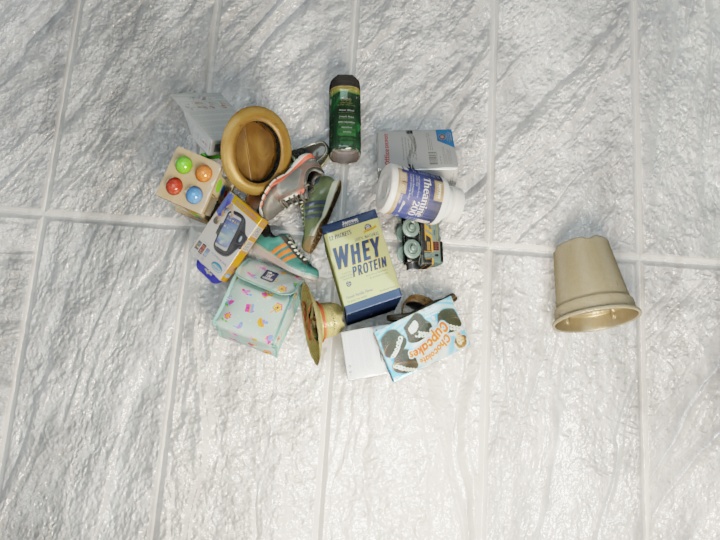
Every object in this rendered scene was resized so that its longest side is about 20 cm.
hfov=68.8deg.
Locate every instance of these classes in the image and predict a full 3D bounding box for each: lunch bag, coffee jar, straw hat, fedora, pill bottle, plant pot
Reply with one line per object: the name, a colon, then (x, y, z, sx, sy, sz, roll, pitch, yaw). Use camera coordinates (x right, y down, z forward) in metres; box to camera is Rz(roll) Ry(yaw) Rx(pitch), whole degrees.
lunch bag: (-0.237, 0.078, 1.263, 0.165, 0.123, 0.205, 18, 65, 7)
coffee jar: (-0.040, -0.388, 1.347, 0.082, 0.104, 0.208, 0, 81, -5)
straw hat: (-0.081, 0.116, 1.226, 0.082, 0.201, 0.209, -8, 80, -16)
fedora: (-0.259, -0.289, 1.270, 0.195, 0.081, 0.209, -11, 110, -31)
pill bottle: (0.140, -0.171, 1.225, 0.193, 0.110, 0.116, 10, 79, -19)
plant pot: (0.540, 0.029, 1.246, 0.192, 0.202, 0.190, -2, 69, 0)

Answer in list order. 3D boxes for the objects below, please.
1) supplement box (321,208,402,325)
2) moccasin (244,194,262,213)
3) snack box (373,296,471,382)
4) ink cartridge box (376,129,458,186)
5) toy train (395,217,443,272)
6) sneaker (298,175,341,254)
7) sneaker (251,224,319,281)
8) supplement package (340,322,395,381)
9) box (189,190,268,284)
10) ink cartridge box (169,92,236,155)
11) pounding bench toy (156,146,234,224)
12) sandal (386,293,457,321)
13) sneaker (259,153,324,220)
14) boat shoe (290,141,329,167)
supplement box: (0.000, 0.000, 1.231, 0.130, 0.200, 0.207, -16, 78, -5)
moccasin: (-0.295, -0.119, 1.320, 0.076, 0.074, 0.207, 21, 84, 18)
snack box: (0.137, 0.153, 1.178, 0.194, 0.037, 0.119, -24, 83, -9)
ink cartridge box: (0.136, -0.272, 1.312, 0.192, 0.086, 0.149, -1, 52, 0)
toy train: (0.148, -0.097, 1.314, 0.109, 0.085, 0.208, 1, 77, -13)
sneaker: (-0.123, -0.150, 1.330, 0.087, 0.067, 0.206, 21, 78, 8)
sneaker: (-0.178, -0.046, 1.296, 0.196, 0.071, 0.082, 28, 89, 13)
supplement package: (0.056, 0.188, 1.245, 0.192, 0.114, 0.114, -9, 80, -4)
box: (-0.323, -0.072, 1.260, 0.118, 0.041, 0.203, 36, 90, 18)
ink cartridge box: (-0.369, -0.374, 1.334, 0.199, 0.058, 0.160, 43, 38, 23)
pounding bench toy: (-0.388, -0.238, 1.296, 0.120, 0.156, 0.206, 21, 80, 4)
sandal: (0.145, 0.080, 1.267, 0.194, 0.082, 0.056, -18, 85, -18)
sneaker: (-0.165, -0.191, 1.279, 0.082, 0.077, 0.201, 41, 90, 21)
boat shoe: (-0.165, -0.270, 1.345, 0.196, 0.066, 0.073, -29, 85, -2)
